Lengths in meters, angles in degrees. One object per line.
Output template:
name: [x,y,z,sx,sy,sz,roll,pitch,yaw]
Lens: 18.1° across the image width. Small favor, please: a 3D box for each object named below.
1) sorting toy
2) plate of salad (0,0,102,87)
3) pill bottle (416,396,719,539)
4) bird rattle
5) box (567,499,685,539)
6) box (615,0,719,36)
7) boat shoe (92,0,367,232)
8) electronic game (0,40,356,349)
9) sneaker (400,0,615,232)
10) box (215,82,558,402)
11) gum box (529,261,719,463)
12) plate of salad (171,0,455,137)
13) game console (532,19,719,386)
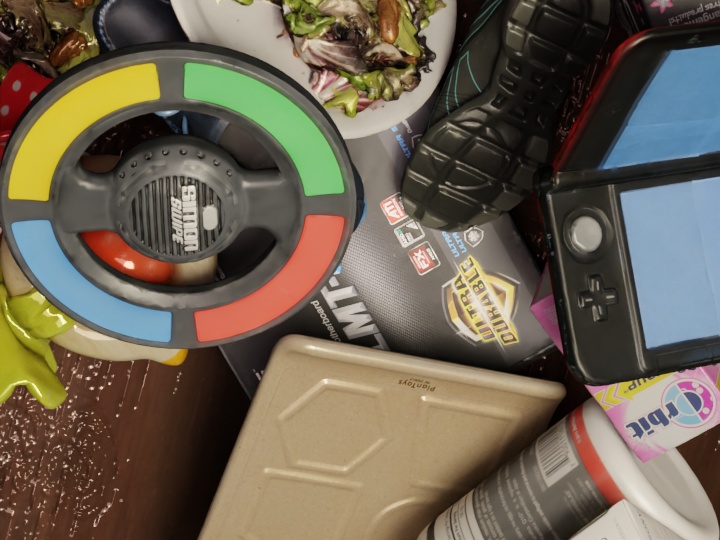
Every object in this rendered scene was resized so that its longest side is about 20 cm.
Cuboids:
sorting toy: [0.007,0.124,1.385,0.184,0.037,0.200,11,125,-20]
plate of salad: [-0.180,-0.181,1.341,0.199,0.048,0.201,-1,105,-2]
pill bottle: [0.103,0.174,1.339,0.200,0.116,0.116,-40,103,18]
bird rattle: [-0.165,-0.018,1.344,0.162,0.113,0.201,12,107,-3]
box: [0.150,0.215,1.287,0.144,0.036,0.200,-39,135,17]
box: [0.201,-0.188,1.270,0.132,0.200,0.115,-21,106,4]
boat shoe: [-0.070,-0.097,1.312,0.200,0.069,0.084,36,99,-6]
electronic game: [-0.101,-0.038,1.254,0.199,0.042,0.201,-1,125,-2]
sneaker: [0.087,-0.108,1.314,0.075,0.079,0.200,24,121,-15]
box: [0.000,0.000,1.394,0.198,0.050,0.200,-28,103,5]
gum box: [0.172,0.009,1.328,0.066,0.200,0.114,-31,103,25]
plate of salad: [-0.022,-0.175,1.288,0.199,0.048,0.201,11,70,-32]
game console: [0.205,-0.040,1.185,0.199,0.119,0.173,-9,88,-26]
